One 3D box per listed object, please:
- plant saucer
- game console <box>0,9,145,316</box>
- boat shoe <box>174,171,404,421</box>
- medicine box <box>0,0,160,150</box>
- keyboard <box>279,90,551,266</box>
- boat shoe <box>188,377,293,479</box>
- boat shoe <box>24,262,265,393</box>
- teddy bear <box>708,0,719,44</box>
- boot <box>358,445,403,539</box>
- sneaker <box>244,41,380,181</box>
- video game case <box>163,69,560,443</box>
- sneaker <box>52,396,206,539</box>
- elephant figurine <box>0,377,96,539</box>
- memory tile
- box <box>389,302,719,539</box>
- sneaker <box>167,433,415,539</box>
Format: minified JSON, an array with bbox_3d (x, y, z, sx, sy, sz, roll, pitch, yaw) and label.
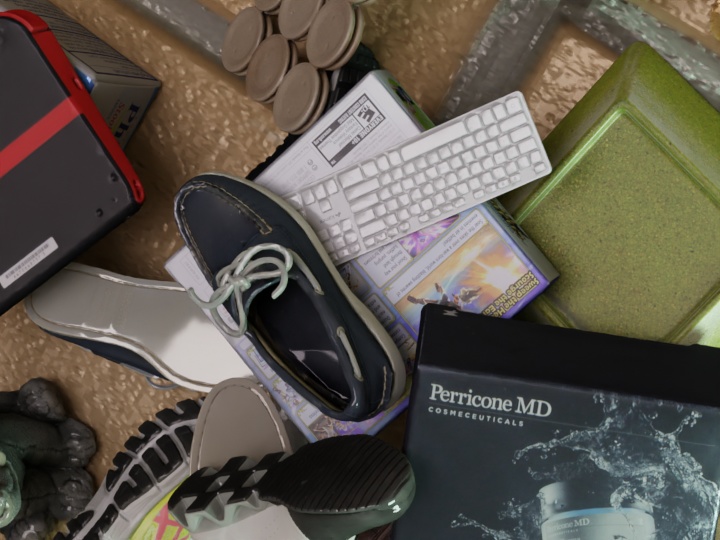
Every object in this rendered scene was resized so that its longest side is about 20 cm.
[{"bbox_3d":[0.179,-0.016,1.304,0.200,0.048,0.200,47,107,16],"label":"plant saucer"},{"bbox_3d":[-0.265,-0.067,1.398,0.200,0.031,0.177,-36,83,20],"label":"game console"},{"bbox_3d":[-0.056,0.017,1.258,0.075,0.062,0.200,-44,76,25],"label":"boat shoe"},{"bbox_3d":[-0.283,-0.116,1.473,0.200,0.103,0.183,36,104,19],"label":"medicine box"},{"bbox_3d":[0.024,-0.051,1.274,0.199,0.011,0.056,-23,90,18],"label":"keyboard"},{"bbox_3d":[-0.078,0.172,1.335,0.072,0.063,0.201,-9,89,-12],"label":"boat shoe"},{"bbox_3d":[-0.146,0.047,1.436,0.199,0.062,0.075,12,79,14],"label":"boat shoe"},{"bbox_3d":[0.315,-0.126,1.243,0.199,0.067,0.145,24,109,15],"label":"teddy bear"},{"bbox_3d":[0.019,0.132,1.371,0.186,0.064,0.200,37,102,18],"label":"boot"},{"bbox_3d":[-0.047,-0.068,1.390,0.087,0.076,0.201,16,96,29],"label":"sneaker"},{"bbox_3d":[0.000,0.000,1.316,0.200,0.045,0.181,-41,84,17],"label":"video game case"},{"bbox_3d":[-0.145,0.179,1.441,0.200,0.090,0.078,-48,29,1],"label":"sneaker"},{"bbox_3d":[-0.289,0.142,1.425,0.155,0.200,0.142,-36,78,20],"label":"elephant figurine"},{"bbox_3d":[-0.025,-0.203,1.366,0.200,0.017,0.153,-61,36,14],"label":"memory tile"},{"bbox_3d":[0.120,0.143,1.244,0.196,0.117,0.201,8,108,3],"label":"box"},{"bbox_3d":[-0.027,0.158,1.229,0.200,0.074,0.089,-12,115,48],"label":"sneaker"}]
